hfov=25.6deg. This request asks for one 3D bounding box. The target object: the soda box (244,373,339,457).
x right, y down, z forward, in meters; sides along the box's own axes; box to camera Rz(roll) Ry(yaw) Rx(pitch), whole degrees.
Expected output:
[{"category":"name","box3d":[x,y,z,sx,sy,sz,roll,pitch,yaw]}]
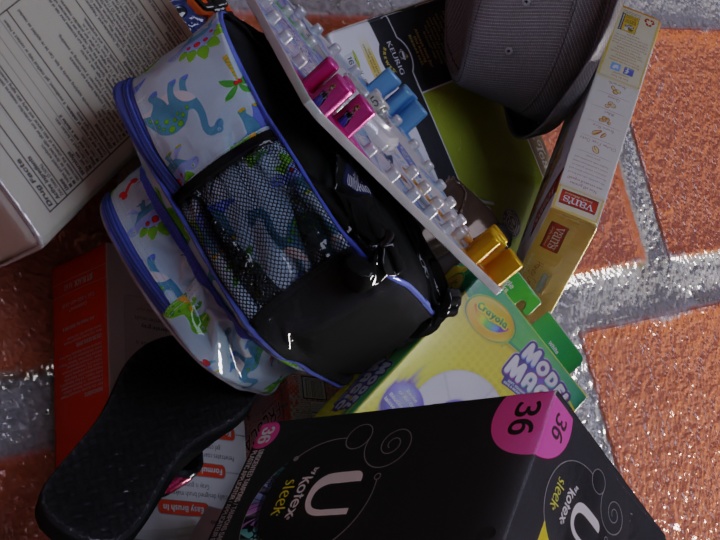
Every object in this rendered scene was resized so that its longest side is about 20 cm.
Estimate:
[{"category":"soda box","box3d":[0.001,0.117,1.115,0.199,0.068,0.064,11,67,-43]}]

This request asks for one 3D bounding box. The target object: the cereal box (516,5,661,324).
[{"category":"cereal box","box3d":[0.150,-0.067,1.100,0.039,0.144,0.201,22,53,2]}]

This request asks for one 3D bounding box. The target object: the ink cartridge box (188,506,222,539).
[{"category":"ink cartridge box","box3d":[-0.071,0.265,0.920,0.146,0.084,0.201,44,64,-34]}]

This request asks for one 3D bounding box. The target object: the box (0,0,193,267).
[{"category":"box","box3d":[-0.202,-0.105,0.961,0.128,0.108,0.200,56,44,-17]}]

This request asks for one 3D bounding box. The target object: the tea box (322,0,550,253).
[{"category":"tea box","box3d":[0.030,-0.081,1.176,0.196,0.133,0.202,-25,93,-47]}]

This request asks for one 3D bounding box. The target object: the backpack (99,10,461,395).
[{"category":"backpack","box3d":[-0.061,-0.034,0.906,0.201,0.146,0.183,60,9,17]}]

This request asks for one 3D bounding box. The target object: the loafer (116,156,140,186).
[{"category":"loafer","box3d":[-0.084,-0.010,1.080,0.199,0.070,0.070,36,46,-10]}]

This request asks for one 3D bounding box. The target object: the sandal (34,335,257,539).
[{"category":"sandal","box3d":[-0.123,0.101,0.907,0.075,0.045,0.200,28,37,9]}]

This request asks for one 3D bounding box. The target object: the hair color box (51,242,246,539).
[{"category":"hair color box","box3d":[-0.131,0.095,0.991,0.110,0.064,0.202,14,63,-44]}]

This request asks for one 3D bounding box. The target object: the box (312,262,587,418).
[{"category":"box","box3d":[0.055,0.089,0.982,0.200,0.048,0.118,-47,110,-18]}]

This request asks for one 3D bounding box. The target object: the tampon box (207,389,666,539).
[{"category":"tampon box","box3d":[0.028,0.165,0.807,0.126,0.198,0.151,50,47,-30]}]

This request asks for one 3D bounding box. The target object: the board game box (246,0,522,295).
[{"category":"board game box","box3d":[0.005,-0.100,0.938,0.200,0.026,0.201,42,15,-42]}]

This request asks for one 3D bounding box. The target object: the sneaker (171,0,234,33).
[{"category":"sneaker","box3d":[-0.086,-0.115,1.084,0.075,0.078,0.201,-35,86,-29]}]

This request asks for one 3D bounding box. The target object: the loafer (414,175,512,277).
[{"category":"loafer","box3d":[0.000,0.000,1.032,0.198,0.073,0.072,-26,82,-17]}]

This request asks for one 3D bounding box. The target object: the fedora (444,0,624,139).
[{"category":"fedora","box3d":[0.114,-0.194,1.095,0.089,0.201,0.178,14,32,-14]}]
